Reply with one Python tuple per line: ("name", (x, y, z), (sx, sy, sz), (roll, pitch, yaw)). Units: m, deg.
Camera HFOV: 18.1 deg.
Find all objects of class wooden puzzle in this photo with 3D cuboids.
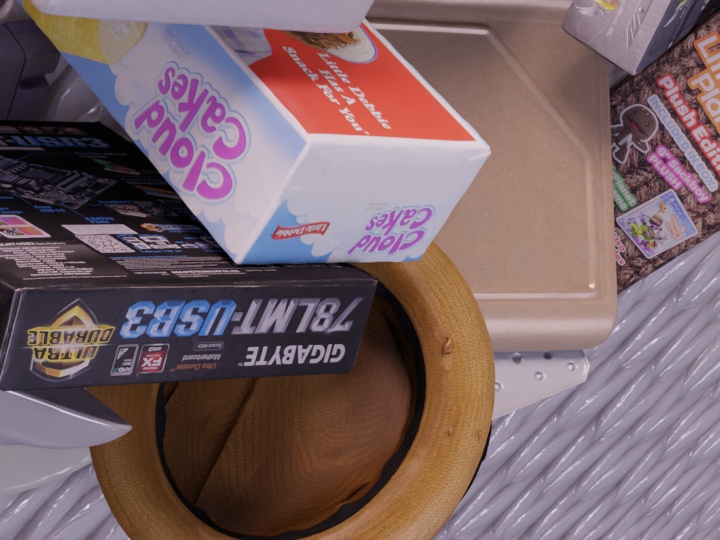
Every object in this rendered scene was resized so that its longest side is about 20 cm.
("wooden puzzle", (0.048, -0.057, 1.178), (0.185, 0.037, 0.200), (0, 91, -26))

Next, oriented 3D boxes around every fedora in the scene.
("fedora", (-0.035, 0.062, 1.083), (0.201, 0.201, 0.082), (-34, 177, -8))

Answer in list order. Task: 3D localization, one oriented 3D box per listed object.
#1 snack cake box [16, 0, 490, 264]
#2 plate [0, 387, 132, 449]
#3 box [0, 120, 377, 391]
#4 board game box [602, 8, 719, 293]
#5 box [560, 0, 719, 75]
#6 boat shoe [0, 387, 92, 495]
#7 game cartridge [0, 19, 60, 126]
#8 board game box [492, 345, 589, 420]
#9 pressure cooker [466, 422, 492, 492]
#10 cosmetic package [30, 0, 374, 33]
("snack cake box", (-0.052, -0.090, 0.988), (0.115, 0.200, 0.067), (1, 129, -48))
("plate", (-0.219, 0.020, 0.918), (0.199, 0.200, 0.032), (21, 94, -37))
("box", (-0.129, -0.012, 0.951), (0.200, 0.198, 0.050), (-2, 112, -48))
("board game box", (0.208, -0.093, 1.272), (0.200, 0.097, 0.159), (-36, -179, 43))
("box", (0.190, -0.211, 1.131), (0.158, 0.048, 0.200), (-37, 158, -46))
("boat shoe", (-0.206, 0.072, 1.101), (0.200, 0.062, 0.073), (-11, 136, -28))
("game cartridge", (-0.224, -0.028, 1.055), (0.130, 0.038, 0.200), (-8, 139, -36))
("board game box", (0.000, 0.000, 1.191), (0.200, 0.200, 0.026), (-20, 170, -30))
("pressure cooker", (-0.038, 0.098, 1.271), (0.176, 0.179, 0.200), (-24, 169, -30))
("cosmetic package", (-0.055, -0.217, 0.844), (0.166, 0.167, 0.200), (-2, 135, -46))
